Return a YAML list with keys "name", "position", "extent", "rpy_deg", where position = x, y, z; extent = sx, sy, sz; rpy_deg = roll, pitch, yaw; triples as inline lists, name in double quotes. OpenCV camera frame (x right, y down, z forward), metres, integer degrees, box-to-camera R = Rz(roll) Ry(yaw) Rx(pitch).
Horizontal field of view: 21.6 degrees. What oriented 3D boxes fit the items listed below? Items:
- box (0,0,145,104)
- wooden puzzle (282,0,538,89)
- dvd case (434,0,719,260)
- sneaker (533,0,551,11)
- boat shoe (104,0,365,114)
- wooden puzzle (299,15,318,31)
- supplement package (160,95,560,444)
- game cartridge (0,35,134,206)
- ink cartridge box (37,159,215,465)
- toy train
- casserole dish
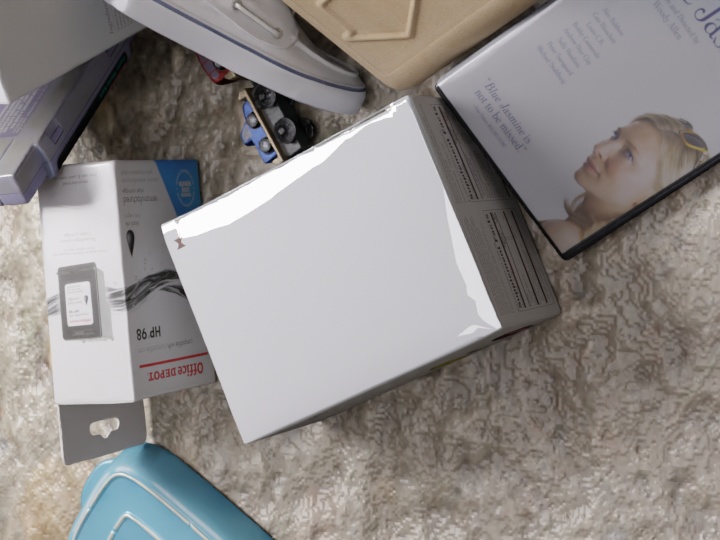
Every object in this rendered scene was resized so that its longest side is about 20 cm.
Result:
- name: "box"
  position: [-0.221, -0.189, 1.229]
  extent: [0.123, 0.200, 0.098]
  rpy_deg: [4, 118, 32]
- name: "wooden puzzle"
  position: [0.013, -0.208, 1.136]
  extent: [0.199, 0.047, 0.185]
  rpy_deg: [33, 144, -22]
- name: "dvd case"
  position: [0.164, -0.113, 1.158]
  extent: [0.199, 0.018, 0.143]
  rpy_deg: [-34, 100, 23]
- name: "sneaker"
  position: [0.109, -0.266, 1.181]
  extent: [0.099, 0.070, 0.201]
  rpy_deg: [-30, 84, 17]
- name: "boat shoe"
  position: [-0.071, -0.162, 1.216]
  extent: [0.066, 0.199, 0.074]
  rpy_deg: [-61, 32, 10]
- name: "wooden puzzle"
  position: [-0.035, -0.276, 1.207]
  extent: [0.185, 0.046, 0.201]
  rpy_deg: [-38, 77, 51]
- name: "supplement package"
  position: [0.000, 0.000, 1.221]
  extent: [0.199, 0.111, 0.157]
  rpy_deg: [-26, 82, 25]
- name: "game cartridge"
  position: [-0.240, -0.114, 1.299]
  extent: [0.128, 0.201, 0.039]
  rpy_deg: [1, 133, 23]
- name: "ink cartridge box"
  position: [-0.157, 0.026, 1.297]
  extent: [0.066, 0.116, 0.202]
  rpy_deg: [-4, 92, 25]
- name: "toy train"
  position: [-0.092, -0.153, 1.299]
  extent: [0.046, 0.034, 0.201]
  rpy_deg: [-35, 78, 27]
- name: "casserole dish"
  position: [-0.132, 0.212, 1.340]
  extent: [0.200, 0.039, 0.122]
  rpy_deg: [38, 109, 18]
